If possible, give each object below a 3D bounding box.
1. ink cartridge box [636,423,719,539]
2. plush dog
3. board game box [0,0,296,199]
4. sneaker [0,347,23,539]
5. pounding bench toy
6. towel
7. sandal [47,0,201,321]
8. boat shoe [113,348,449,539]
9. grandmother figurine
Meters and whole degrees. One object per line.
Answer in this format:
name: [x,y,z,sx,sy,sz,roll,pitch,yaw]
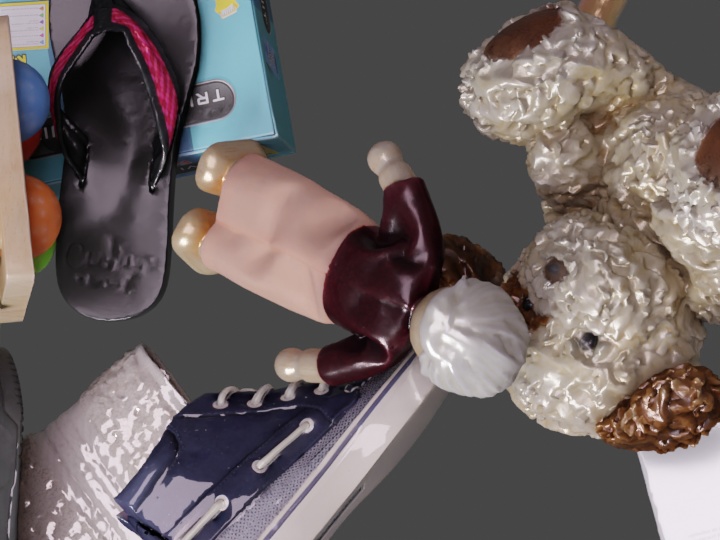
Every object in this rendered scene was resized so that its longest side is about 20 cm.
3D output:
ink cartridge box: [0.205,0.157,1.390,0.109,0.050,0.200,-15,80,8]
plush dog: [0.124,-0.004,1.379,0.200,0.160,0.172,32,88,40]
board game box: [-0.125,-0.143,1.498,0.151,0.047,0.200,-11,80,9]
sneaker: [-0.217,0.131,1.418,0.104,0.060,0.200,3,74,-15]
pounding bench toy: [-0.217,-0.004,1.391,0.156,0.124,0.200,-5,81,-10]
towel: [-0.100,0.152,1.457,0.132,0.034,0.200,-38,77,3]
sandal: [-0.118,-0.076,1.439,0.075,0.045,0.200,-2,82,11]
boat shoe: [-0.031,0.072,1.415,0.093,0.075,0.200,37,69,10]
grandmother figurine: [0.000,0.000,1.381,0.200,0.061,0.121,31,115,39]
